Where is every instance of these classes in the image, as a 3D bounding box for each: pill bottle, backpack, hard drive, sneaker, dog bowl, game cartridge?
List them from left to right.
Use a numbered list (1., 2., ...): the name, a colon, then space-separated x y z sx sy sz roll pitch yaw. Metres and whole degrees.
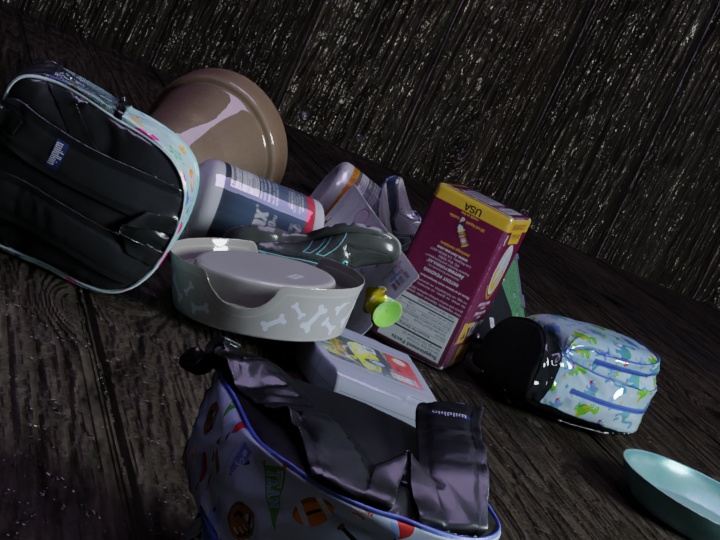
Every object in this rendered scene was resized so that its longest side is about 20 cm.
1. backpack: -0.255 -0.081 1.354 0.199 0.178 0.151 29 14 -1
2. pill bottle: -0.153 -0.059 1.657 0.199 0.120 0.120 21 10 -19
3. dog bowl: -0.098 0.019 1.443 0.198 0.059 0.200 10 12 -2
4. sneaker: -0.053 -0.006 1.581 0.198 0.080 0.075 -2 -18 -2
5. backpack: -0.015 0.142 0.832 0.199 0.155 0.190 16 3 -16
6. game cartridge: 0.001 0.102 1.441 0.132 0.041 0.200 19 11 -14
7. pill bottle: 0.019 -0.044 1.945 0.200 0.117 0.116 39 7 -10
8. sneaker: 0.082 -0.029 1.849 0.085 0.201 0.077 -15 5 19
9. hard drive: 0.165 0.031 1.958 0.038 0.141 0.200 -12 -11 31
10. backpack: 0.262 0.125 1.727 0.199 0.154 0.163 35 -1 -21

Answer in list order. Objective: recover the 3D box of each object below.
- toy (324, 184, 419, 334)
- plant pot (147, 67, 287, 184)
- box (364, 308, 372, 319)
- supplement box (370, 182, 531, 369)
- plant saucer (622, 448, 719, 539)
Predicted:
1. toy: 0.000 0.000 1.662 0.047 0.115 0.200 36 13 -36
2. plant pot: -0.217 -0.147 1.845 0.199 0.201 0.175 27 26 14
3. box: -0.063 -0.001 1.814 0.199 0.041 0.156 32 11 32
4. supplement box: 0.111 0.005 1.737 0.103 0.201 0.131 27 10 13
5. plant saucer: 0.362 0.255 1.530 0.199 0.036 0.200 24 10 -5
